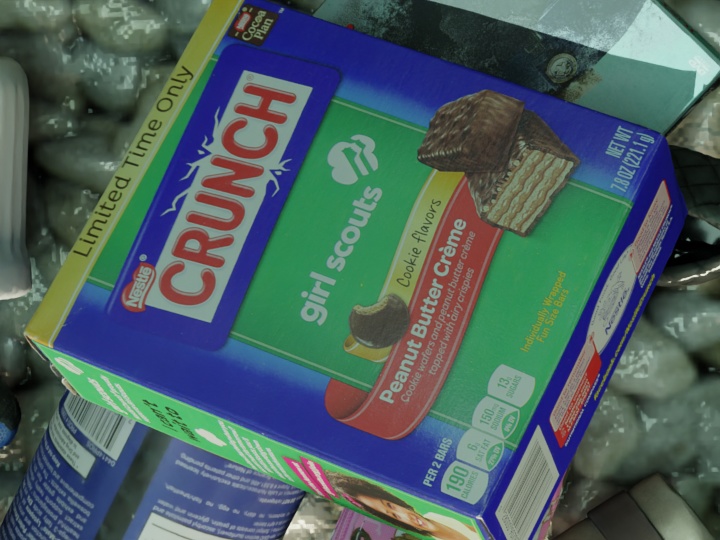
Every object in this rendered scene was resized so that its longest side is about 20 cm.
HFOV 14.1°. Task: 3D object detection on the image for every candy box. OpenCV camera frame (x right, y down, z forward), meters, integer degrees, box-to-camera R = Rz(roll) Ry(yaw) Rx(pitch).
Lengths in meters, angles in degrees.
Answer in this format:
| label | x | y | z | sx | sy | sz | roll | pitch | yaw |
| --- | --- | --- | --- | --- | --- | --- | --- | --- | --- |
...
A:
| label | x | y | z | sx | sy | sz | roll | pitch | yaw |
| --- | --- | --- | --- | --- | --- | --- | --- | --- | --- |
| candy box | 0.000 | 0.000 | 1.121 | 0.199 | 0.077 | 0.170 | 20 | 70 | 22 |

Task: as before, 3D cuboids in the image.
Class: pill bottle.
| label | x | y | z | sx | sy | sz | roll | pitch | yaw |
| --- | --- | --- | --- | --- | --- | --- | --- | --- | --- |
| pill bottle | -0.097 | 0.120 | 1.232 | 0.112 | 0.112 | 0.201 | 29 | 104 | 6 |

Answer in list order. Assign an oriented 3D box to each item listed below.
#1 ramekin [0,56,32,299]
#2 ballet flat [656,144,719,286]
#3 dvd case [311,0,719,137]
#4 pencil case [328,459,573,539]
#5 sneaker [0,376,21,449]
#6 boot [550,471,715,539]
| label | x | y | z | sx | sy | sz | roll | pitch | yaw |
| --- | --- | --- | --- | --- | --- | --- | --- | --- | --- |
| ramekin | -0.229 | -0.049 | 1.192 | 0.200 | 0.200 | 0.098 | 8 | 94 | 10 |
| ballet flat | 0.065 | -0.028 | 1.179 | 0.199 | 0.057 | 0.067 | 2 | 99 | 11 |
| dvd case | 0.035 | -0.062 | 1.220 | 0.146 | 0.022 | 0.200 | 44 | 106 | 2 |
| pencil case | 0.031 | 0.100 | 1.158 | 0.083 | 0.087 | 0.201 | 17 | 69 | 19 |
| sneaker | -0.228 | 0.105 | 1.285 | 0.200 | 0.079 | 0.089 | -26 | 104 | 21 |
| boot | 0.080 | 0.143 | 1.218 | 0.200 | 0.070 | 0.146 | 42 | 93 | -7 |
